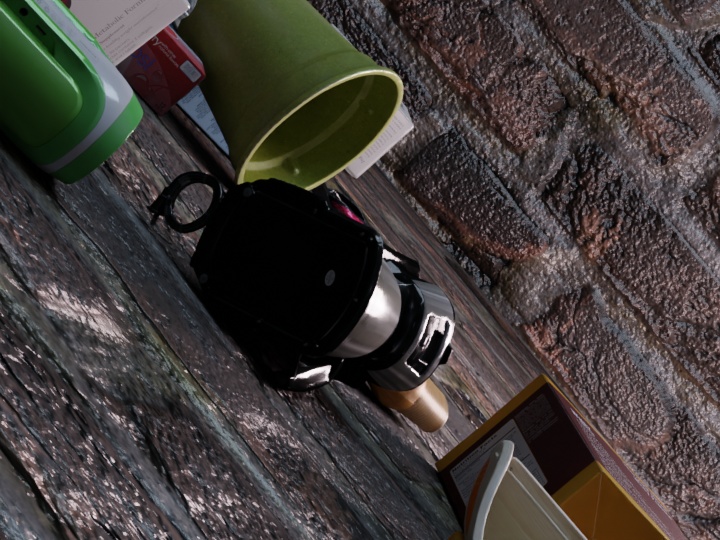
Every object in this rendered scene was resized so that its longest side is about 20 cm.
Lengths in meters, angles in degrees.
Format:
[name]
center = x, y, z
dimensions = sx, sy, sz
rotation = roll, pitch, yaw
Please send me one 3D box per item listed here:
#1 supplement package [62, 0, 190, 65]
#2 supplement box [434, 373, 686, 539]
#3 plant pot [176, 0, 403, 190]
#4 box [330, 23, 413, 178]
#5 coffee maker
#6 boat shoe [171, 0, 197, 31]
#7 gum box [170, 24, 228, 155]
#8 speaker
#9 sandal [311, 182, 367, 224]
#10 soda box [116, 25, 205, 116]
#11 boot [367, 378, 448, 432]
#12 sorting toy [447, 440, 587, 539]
[supplement package]
center = -0.257, -0.282, 1.723
dimensions = 0.110, 0.114, 0.200
rotation = 54, 3, 38
[supplement box]
center = 0.194, 0.235, 1.765
dimensions = 0.197, 0.133, 0.200
rotation = 46, 8, -23
[plant pot]
center = -0.089, -0.203, 2.035
dimensions = 0.184, 0.200, 0.200
rotation = 55, 8, 19
[box]
center = -0.029, -0.274, 3.183
dimensions = 0.200, 0.131, 0.199
rotation = 47, 7, -10
[coffee maker]
center = -0.035, 0.003, 1.558
dimensions = 0.192, 0.135, 0.200
rotation = 51, 6, 23
[boat shoe]
center = -0.134, -0.240, 2.188
dimensions = 0.202, 0.065, 0.074
rotation = 46, 8, -27
[gum box]
center = -0.151, -0.178, 2.203
dimensions = 0.200, 0.045, 0.170
rotation = 47, 7, -27
[speaker]
center = -0.237, -0.153, 1.310
dimensions = 0.200, 0.088, 0.088
rotation = 47, 7, -19
[sandal]
center = -0.020, -0.065, 2.279
dimensions = 0.200, 0.045, 0.075
rotation = 65, -2, -17
[soda box]
center = -0.239, -0.248, 1.935
dimensions = 0.200, 0.063, 0.070
rotation = 48, 7, -20
[boot]
center = 0.014, 0.052, 1.867
dimensions = 0.144, 0.071, 0.201
rotation = 48, 11, -38
[sorting toy]
center = 0.126, 0.249, 1.430
dimensions = 0.200, 0.107, 0.180
rotation = 49, 14, -4
